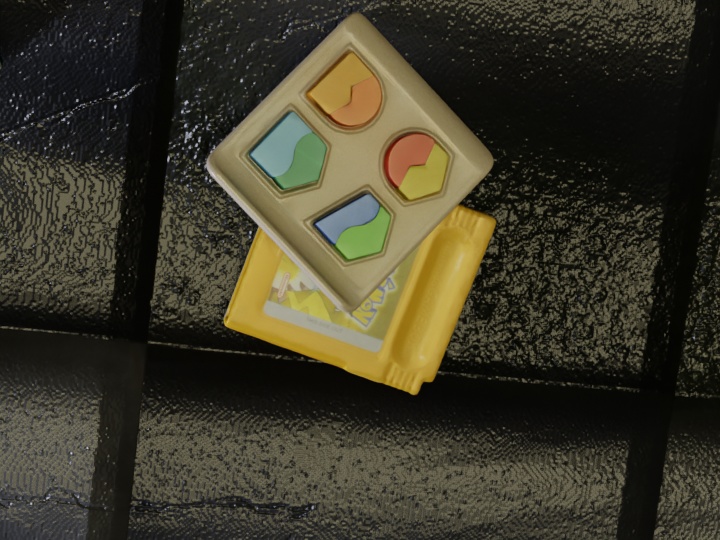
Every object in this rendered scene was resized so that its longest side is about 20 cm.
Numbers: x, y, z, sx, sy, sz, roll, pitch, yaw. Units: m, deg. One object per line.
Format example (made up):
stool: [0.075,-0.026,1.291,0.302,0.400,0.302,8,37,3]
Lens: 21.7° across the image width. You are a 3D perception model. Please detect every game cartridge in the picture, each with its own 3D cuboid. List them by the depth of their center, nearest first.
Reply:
game cartridge: [0.000,0.000,1.673,0.199,0.032,0.177,20,96,-11]

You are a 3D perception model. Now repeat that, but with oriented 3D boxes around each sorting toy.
sorting toy: [-0.005,-0.094,1.624,0.185,0.036,0.200,46,77,-9]

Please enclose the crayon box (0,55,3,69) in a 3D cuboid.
crayon box: [-0.386,-0.245,1.552,0.126,0.051,0.201,-18,102,-6]
